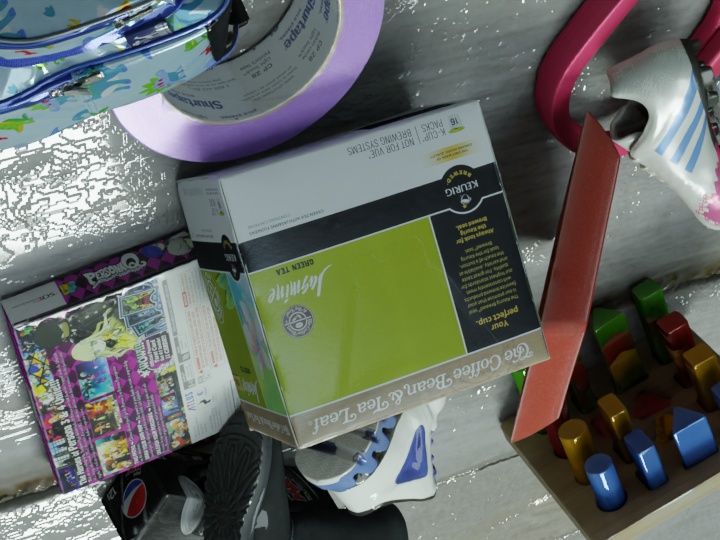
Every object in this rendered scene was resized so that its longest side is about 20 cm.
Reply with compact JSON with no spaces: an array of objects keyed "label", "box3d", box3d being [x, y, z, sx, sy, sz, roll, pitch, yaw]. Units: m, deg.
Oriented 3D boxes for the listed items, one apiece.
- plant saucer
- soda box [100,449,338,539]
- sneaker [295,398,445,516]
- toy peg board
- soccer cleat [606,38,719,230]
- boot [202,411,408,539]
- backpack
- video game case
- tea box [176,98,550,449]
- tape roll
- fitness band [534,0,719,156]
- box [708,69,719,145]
[{"label":"plant saucer","box3d":[0.162,0.011,1.434,0.037,0.200,0.200,13,151,4]},{"label":"soda box","box3d":[-0.113,0.201,1.553,0.200,0.063,0.071,14,120,-42]},{"label":"sneaker","box3d":[0.032,0.123,1.516,0.200,0.080,0.115,-52,138,-22]},{"label":"toy peg board","box3d":[0.237,0.114,1.615,0.200,0.199,0.098,-30,124,-6]},{"label":"soccer cleat","box3d":[0.243,-0.102,1.450,0.086,0.070,0.200,-18,135,8]},{"label":"boot","box3d":[-0.035,0.204,1.521,0.200,0.066,0.165,10,92,-41]},{"label":"backpack","box3d":[-0.188,-0.176,1.041,0.200,0.183,0.147,-25,170,0]},{"label":"video game case","box3d":[-0.167,0.068,1.408,0.181,0.036,0.200,-22,138,-15]},{"label":"tea box","box3d":[0.000,0.000,1.313,0.199,0.134,0.197,-17,96,-18]},{"label":"tape roll","box3d":[-0.087,-0.170,1.210,0.200,0.066,0.200,-18,138,-18]},{"label":"fitness band","box3d":[0.222,-0.176,1.436,0.143,0.037,0.200,21,114,-41]},{"label":"box","box3d":[0.381,-0.174,1.538,0.200,0.040,0.137,-31,138,-4]}]
